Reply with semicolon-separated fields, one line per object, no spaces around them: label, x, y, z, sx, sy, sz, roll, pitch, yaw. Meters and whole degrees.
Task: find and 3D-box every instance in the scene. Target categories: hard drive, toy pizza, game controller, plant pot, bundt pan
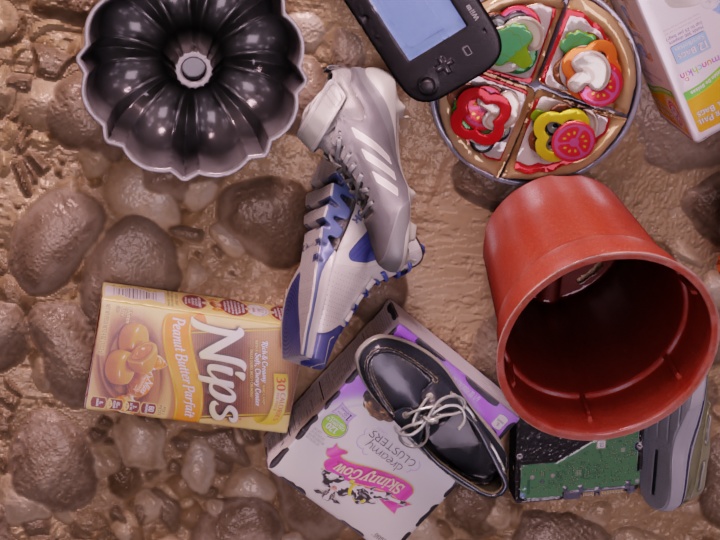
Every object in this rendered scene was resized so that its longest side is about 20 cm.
hard drive;0.224;0.141;1.414;0.140;0.038;0.200;-4;110;-6
toy pizza;0.164;-0.170;1.279;0.200;0.032;0.200;1;114;1
game controller;0.041;-0.251;1.225;0.104;0.042;0.200;-26;108;29
plant pot;0.205;0.019;1.271;0.200;0.195;0.201;-4;122;-6
bundt pan;-0.150;-0.187;1.220;0.202;0.076;0.202;-3;111;-7

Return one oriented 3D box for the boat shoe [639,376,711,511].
boat shoe;0.334;0.155;1.428;0.062;0.072;0.200;-11;117;-34

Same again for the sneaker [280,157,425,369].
sneaker;0.000;-0.001;1.289;0.115;0.081;0.200;15;82;-20

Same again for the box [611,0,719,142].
box;0.304;-0.237;1.253;0.112;0.101;0.200;-27;111;3

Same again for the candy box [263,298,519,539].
candy box;0.029;0.160;1.375;0.168;0.072;0.200;38;100;-19

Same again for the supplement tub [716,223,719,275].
supplement tub;0.422;-0.070;1.306;0.122;0.123;0.200;7;125;-10

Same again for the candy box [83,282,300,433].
candy box;-0.160;0.085;1.329;0.200;0.055;0.116;9;108;-11

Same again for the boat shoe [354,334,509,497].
boat shoe;0.071;0.143;1.303;0.075;0.062;0.200;-36;110;7

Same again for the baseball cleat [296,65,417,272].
baseball cleat;-0.006;-0.092;1.238;0.106;0.200;0.070;3;155;-18
